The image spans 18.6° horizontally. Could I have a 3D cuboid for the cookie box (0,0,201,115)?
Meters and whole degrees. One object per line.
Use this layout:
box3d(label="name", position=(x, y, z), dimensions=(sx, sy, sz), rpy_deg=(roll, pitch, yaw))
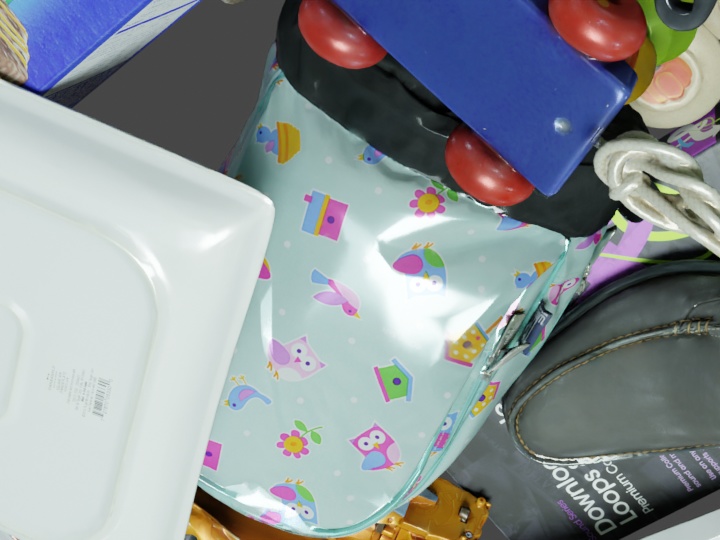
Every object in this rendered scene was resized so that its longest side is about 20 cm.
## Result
box3d(label="cookie box", position=(-0.125, -0.153, 0.772), dimensions=(0.200, 0.075, 0.171), rpy_deg=(-34, 92, 37))

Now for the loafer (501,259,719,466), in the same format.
box3d(label="loafer", position=(0.142, 0.036, 0.853), dimensions=(0.200, 0.072, 0.073), rpy_deg=(-24, 116, 24))

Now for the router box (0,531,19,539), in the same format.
box3d(label="router box", position=(-0.188, 0.124, 0.979), dimensions=(0.180, 0.049, 0.200), rpy_deg=(47, 139, -17))

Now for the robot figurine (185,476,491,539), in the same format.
box3d(label="robot figurine", position=(-0.051, 0.106, 0.970), dimensions=(0.199, 0.058, 0.145), rpy_deg=(20, 135, 1))

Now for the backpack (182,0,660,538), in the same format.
box3d(label="backpack", position=(0.000, 0.000, 0.846), dimensions=(0.167, 0.127, 0.200), rpy_deg=(32, 116, 9))

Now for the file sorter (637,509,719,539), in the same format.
box3d(label="file sorter", position=(0.141, 0.198, 0.928), dimensions=(0.199, 0.125, 0.139), rpy_deg=(-23, 139, 14))

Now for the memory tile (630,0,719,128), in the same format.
box3d(label="memory tile", position=(0.129, -0.152, 0.810), dimensions=(0.153, 0.017, 0.200), rpy_deg=(40, 120, -15))

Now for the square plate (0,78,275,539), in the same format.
box3d(label="square plate", position=(-0.144, 0.018, 0.809), dimensions=(0.198, 0.028, 0.200), rpy_deg=(24, 127, 8))

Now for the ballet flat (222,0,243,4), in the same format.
box3d(label="ballet flat", position=(-0.048, -0.196, 0.793), dimensions=(0.067, 0.068, 0.201), rpy_deg=(22, 120, 19))

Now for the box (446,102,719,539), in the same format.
box3d(label="box", position=(0.114, 0.034, 0.921), dimensions=(0.200, 0.036, 0.143), rpy_deg=(-31, 112, 27))

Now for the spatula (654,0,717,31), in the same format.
box3d(label="spatula", position=(0.126, -0.157, 0.657), dimensions=(0.056, 0.021, 0.200), rpy_deg=(24, 128, 11))

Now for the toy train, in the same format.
box3d(label="toy train", position=(0.083, -0.071, 0.754), dimensions=(0.200, 0.116, 0.085), rpy_deg=(43, 127, 10))
